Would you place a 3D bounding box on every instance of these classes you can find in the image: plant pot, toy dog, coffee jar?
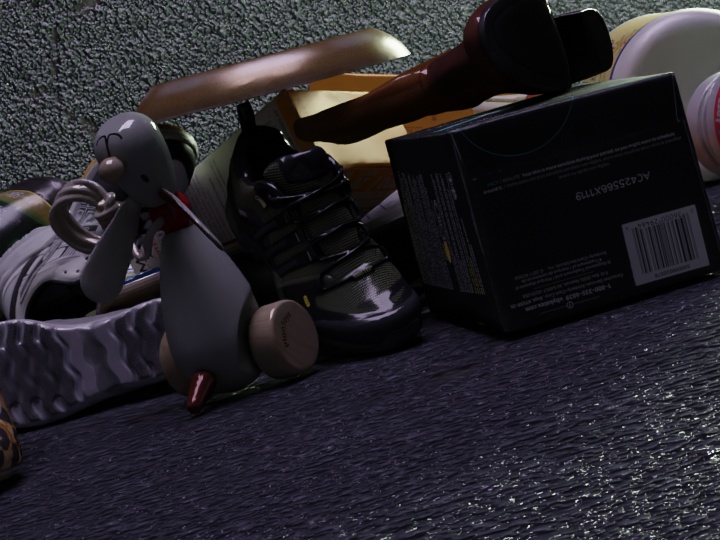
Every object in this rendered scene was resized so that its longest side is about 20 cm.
[{"bbox_3d":[-0.065,-0.137,1.534,0.200,0.028,0.200,-15,5,1],"label":"plant pot"},{"bbox_3d":[-0.118,0.010,1.369,0.132,0.200,0.096,-41,8,35],"label":"toy dog"},{"bbox_3d":[-0.294,0.005,1.692,0.200,0.085,0.104,-38,19,-33],"label":"coffee jar"}]

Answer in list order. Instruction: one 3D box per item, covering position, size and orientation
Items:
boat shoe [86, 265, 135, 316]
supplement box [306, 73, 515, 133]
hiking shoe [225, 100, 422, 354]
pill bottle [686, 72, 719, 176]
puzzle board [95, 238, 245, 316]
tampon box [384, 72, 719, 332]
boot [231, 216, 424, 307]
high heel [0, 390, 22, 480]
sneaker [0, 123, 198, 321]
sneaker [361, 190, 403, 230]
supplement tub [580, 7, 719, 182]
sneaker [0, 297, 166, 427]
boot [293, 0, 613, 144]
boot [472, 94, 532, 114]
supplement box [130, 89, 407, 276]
[{"bbox_3d":[-0.228,0.057,1.707,0.200,0.072,0.062,-28,19,-12],"label":"boat shoe"},{"bbox_3d":[0.056,-0.113,1.736,0.200,0.067,0.069,4,-21,11],"label":"supplement box"},{"bbox_3d":[-0.032,-0.026,1.428,0.076,0.101,0.200,-30,49,-21],"label":"hiking shoe"},{"bbox_3d":[0.318,-0.111,1.578,0.109,0.109,0.200,-18,6,-21],"label":"pill bottle"},{"bbox_3d":[-0.106,0.013,1.627,0.200,0.017,0.151,-21,-18,-18],"label":"puzzle board"},{"bbox_3d":[0.118,-0.045,1.399,0.150,0.126,0.200,-16,5,-9],"label":"tampon box"},{"bbox_3d":[0.000,0.001,1.535,0.162,0.073,0.198,-18,-1,20],"label":"boot"},{"bbox_3d":[-0.253,0.060,1.324,0.071,0.143,0.200,-16,6,-3],"label":"high heel"},{"bbox_3d":[-0.182,-0.017,1.596,0.076,0.088,0.200,28,-63,-37],"label":"sneaker"},{"bbox_3d":[0.000,-0.047,1.724,0.200,0.087,0.074,-24,-20,30],"label":"sneaker"},{"bbox_3d":[0.268,-0.150,1.886,0.145,0.145,0.200,-16,6,-4],"label":"supplement tub"},{"bbox_3d":[-0.190,0.068,1.529,0.200,0.075,0.082,-9,-8,7],"label":"sneaker"},{"bbox_3d":[0.043,-0.128,1.436,0.200,0.069,0.188,-15,5,25],"label":"boot"},{"bbox_3d":[0.155,-0.084,1.605,0.200,0.107,0.075,5,12,45],"label":"boot"},{"bbox_3d":[-0.068,-0.051,1.655,0.200,0.074,0.126,-38,-20,33],"label":"supplement box"}]
